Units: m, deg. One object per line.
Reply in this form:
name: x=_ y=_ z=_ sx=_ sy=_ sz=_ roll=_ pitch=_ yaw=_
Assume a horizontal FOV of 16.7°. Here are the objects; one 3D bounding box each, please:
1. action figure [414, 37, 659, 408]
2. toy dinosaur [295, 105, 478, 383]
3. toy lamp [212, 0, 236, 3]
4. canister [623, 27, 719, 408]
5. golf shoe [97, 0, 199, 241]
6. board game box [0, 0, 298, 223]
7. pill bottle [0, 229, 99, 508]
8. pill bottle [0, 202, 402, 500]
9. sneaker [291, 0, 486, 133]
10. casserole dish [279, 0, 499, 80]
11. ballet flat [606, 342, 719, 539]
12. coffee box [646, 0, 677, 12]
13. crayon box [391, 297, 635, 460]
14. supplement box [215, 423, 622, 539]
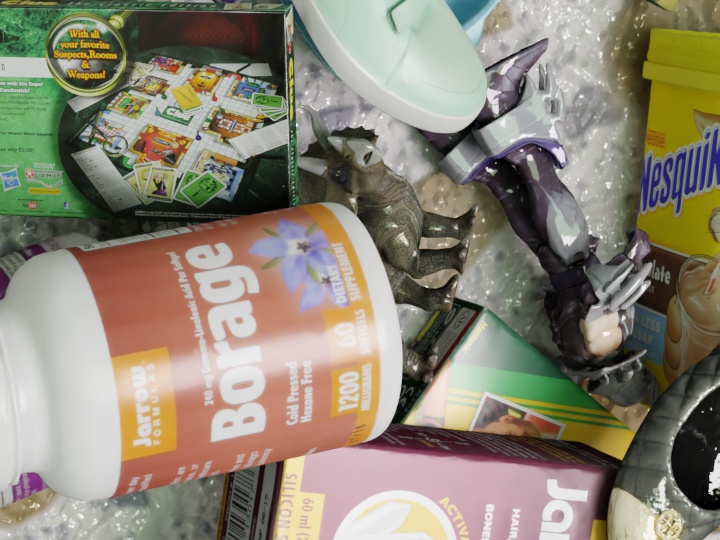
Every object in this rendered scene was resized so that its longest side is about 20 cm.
action figure: x=0.106 y=-0.014 z=1.274 sx=0.069 sy=0.130 sz=0.201 roll=-29 pitch=94 yaw=-17
toy dinosaur: x=0.000 y=0.000 z=1.247 sx=0.102 sy=0.077 sz=0.201 roll=16 pitch=127 yaw=1
toy lamp: x=-0.113 y=-0.216 z=1.180 sx=0.058 sy=0.058 sz=0.200 roll=-40 pitch=97 yaw=-11
canister: x=0.200 y=-0.021 z=1.292 sx=0.086 sy=0.148 sz=0.202 roll=2 pitch=98 yaw=-21
golf shoe: x=-0.091 y=-0.081 z=1.230 sx=0.097 sy=0.078 sz=0.201 roll=-23 pitch=108 yaw=-36
board game box: x=-0.127 y=-0.076 z=1.168 sx=0.198 sy=0.023 sz=0.106 roll=3 pitch=108 yaw=13
pill bottle: x=-0.202 y=0.066 z=1.175 sx=0.199 sy=0.112 sz=0.113 roll=-23 pitch=104 yaw=-16
pill bottle: x=-0.090 y=0.040 z=1.093 sx=0.199 sy=0.112 sz=0.113 roll=-11 pitch=101 yaw=-20
sneaker: x=0.024 y=-0.156 z=1.161 sx=0.201 sy=0.118 sz=0.074 roll=50 pitch=41 yaw=-22
casserole dish: x=-0.008 y=-0.188 z=1.252 sx=0.121 sy=0.039 sz=0.201 roll=-36 pitch=107 yaw=-12
ballet flat: x=0.192 y=0.067 z=1.197 sx=0.200 sy=0.057 sz=0.066 roll=-48 pitch=113 yaw=-6
coffee box: x=0.125 y=-0.223 z=1.240 sx=0.200 sy=0.044 sz=0.123 roll=27 pitch=94 yaw=-49
crayon box: x=0.060 y=0.146 z=1.308 sx=0.172 sy=0.058 sz=0.200 roll=39 pitch=83 yaw=-20
supplement box: x=0.033 y=0.137 z=1.219 sx=0.199 sy=0.086 sz=0.111 roll=7 pitch=94 yaw=-22
